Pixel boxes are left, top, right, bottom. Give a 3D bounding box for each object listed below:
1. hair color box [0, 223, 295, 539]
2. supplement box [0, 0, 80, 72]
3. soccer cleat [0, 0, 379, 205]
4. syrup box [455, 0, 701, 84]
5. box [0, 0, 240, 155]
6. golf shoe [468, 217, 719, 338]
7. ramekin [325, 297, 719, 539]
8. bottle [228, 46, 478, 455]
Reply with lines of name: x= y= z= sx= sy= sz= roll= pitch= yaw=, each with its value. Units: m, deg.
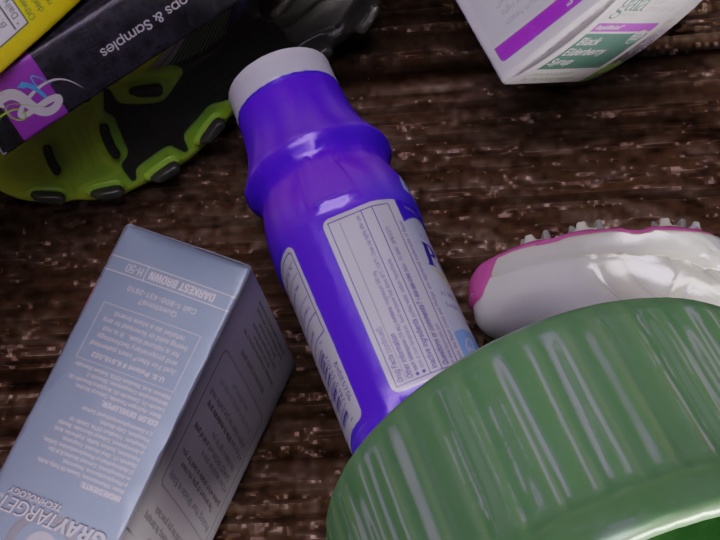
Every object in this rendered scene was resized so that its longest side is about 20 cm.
hair color box: x=-0.099 y=0.095 z=0.876 sx=0.060 sy=0.099 sz=0.201 roll=18 pitch=70 yaw=17
supplement box: x=-0.187 y=-0.137 z=0.911 sx=0.200 sy=0.109 sz=0.109 roll=-45 pitch=30 yaw=-22
soccer cleat: x=-0.081 y=-0.096 z=0.994 sx=0.200 sy=0.065 sz=0.084 roll=-31 pitch=34 yaw=0
syrup box: x=0.060 y=-0.182 z=0.949 sx=0.081 sy=0.079 sz=0.200 roll=-35 pitch=75 yaw=32
box: x=-0.090 y=-0.137 z=0.967 sx=0.200 sy=0.036 sz=0.143 roll=-34 pitch=28 yaw=-2
golf shoe: x=0.139 y=0.031 z=0.879 sx=0.199 sy=0.075 sz=0.092 roll=2 pitch=69 yaw=13
ramekin: x=0.084 y=0.100 z=0.791 sx=0.199 sy=0.200 sz=0.098 roll=-24 pitch=55 yaw=-1
bottle: x=0.000 y=0.000 z=0.912 sx=0.065 sy=0.084 sz=0.200 roll=-22 pitch=63 yaw=-2
